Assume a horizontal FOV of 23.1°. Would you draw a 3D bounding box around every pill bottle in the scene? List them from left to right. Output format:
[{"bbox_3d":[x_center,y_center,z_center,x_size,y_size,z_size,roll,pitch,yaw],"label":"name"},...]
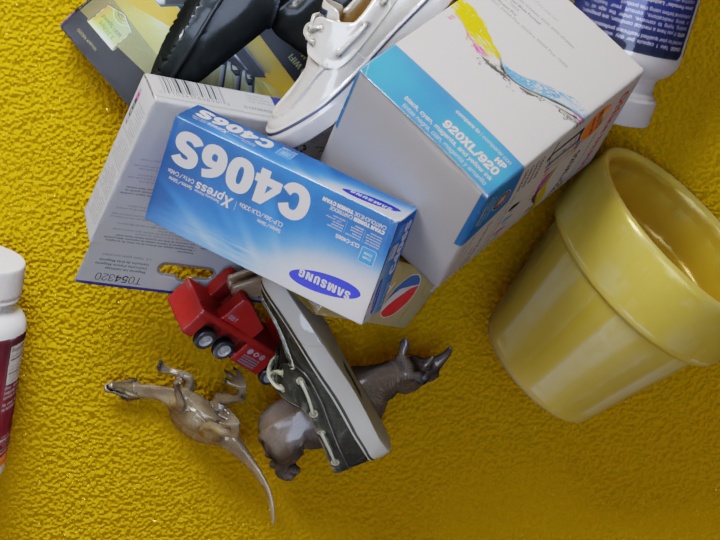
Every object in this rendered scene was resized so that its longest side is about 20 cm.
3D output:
[{"bbox_3d":[-0.356,0.080,1.552,0.114,0.114,0.200,10,105,-6],"label":"pill bottle"},{"bbox_3d":[0.229,-0.230,1.499,0.116,0.116,0.200,14,104,-7],"label":"pill bottle"}]

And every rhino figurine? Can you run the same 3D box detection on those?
[{"bbox_3d":[-0.004,0.119,1.594,0.200,0.087,0.060,-28,62,3],"label":"rhino figurine"}]

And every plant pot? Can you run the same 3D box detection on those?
[{"bbox_3d":[0.220,0.026,1.544,0.201,0.201,0.189,39,116,-13],"label":"plant pot"}]

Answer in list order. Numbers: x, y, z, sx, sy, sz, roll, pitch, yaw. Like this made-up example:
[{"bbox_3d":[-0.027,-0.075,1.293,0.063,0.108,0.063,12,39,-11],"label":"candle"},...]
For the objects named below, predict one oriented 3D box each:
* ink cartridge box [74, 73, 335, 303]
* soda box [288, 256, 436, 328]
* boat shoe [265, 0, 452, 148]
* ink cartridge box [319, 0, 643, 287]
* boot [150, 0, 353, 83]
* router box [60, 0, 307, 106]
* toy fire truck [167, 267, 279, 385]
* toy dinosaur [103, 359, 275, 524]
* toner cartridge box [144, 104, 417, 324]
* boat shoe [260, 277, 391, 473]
[{"bbox_3d":[-0.126,-0.065,1.501,0.196,0.043,0.200,8,129,-32],"label":"ink cartridge box"},{"bbox_3d":[0.000,0.000,1.507,0.064,0.200,0.068,42,101,20],"label":"soda box"},{"bbox_3d":[-0.012,-0.184,1.401,0.200,0.071,0.070,-44,115,8],"label":"boat shoe"},{"bbox_3d":[0.096,-0.120,1.414,0.145,0.147,0.200,44,59,12],"label":"ink cartridge box"},{"bbox_3d":[-0.061,-0.200,1.461,0.162,0.073,0.198,30,103,-19],"label":"boot"},{"bbox_3d":[-0.133,-0.187,1.521,0.157,0.052,0.200,-39,104,8],"label":"router box"},{"bbox_3d":[-0.088,0.014,1.532,0.141,0.049,0.200,-41,137,14],"label":"toy fire truck"},{"bbox_3d":[-0.133,0.137,1.602,0.200,0.058,0.101,36,142,0],"label":"toy dinosaur"},{"bbox_3d":[-0.064,-0.045,1.383,0.200,0.043,0.095,25,116,13],"label":"toner cartridge box"},{"bbox_3d":[-0.044,0.090,1.505,0.064,0.071,0.200,-26,111,7],"label":"boat shoe"}]
